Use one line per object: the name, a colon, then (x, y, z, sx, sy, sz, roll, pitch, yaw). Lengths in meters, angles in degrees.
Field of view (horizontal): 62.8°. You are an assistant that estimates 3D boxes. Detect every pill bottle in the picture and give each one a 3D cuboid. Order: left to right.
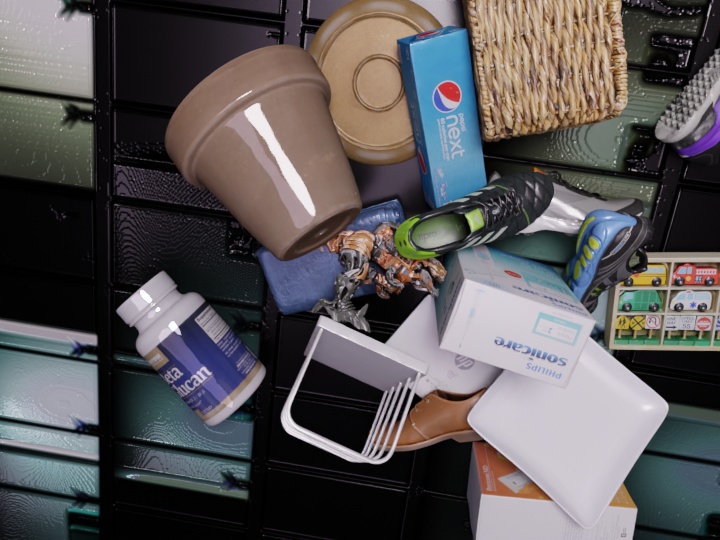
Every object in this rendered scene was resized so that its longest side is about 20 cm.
pill bottle: (-0.232, 0.102, 0.804, 0.111, 0.111, 0.201, -38, 99, 15)

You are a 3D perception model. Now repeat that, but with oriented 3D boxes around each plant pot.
plant pot: (-0.089, -0.111, 0.658, 0.199, 0.200, 0.176, -34, 83, 14)
plant pot: (0.024, -0.230, 0.724, 0.196, 0.028, 0.204, 2, 106, 5)

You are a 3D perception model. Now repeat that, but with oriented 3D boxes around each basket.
basket: (0.191, -0.251, 0.638, 0.146, 0.143, 0.203, -10, 100, 11)

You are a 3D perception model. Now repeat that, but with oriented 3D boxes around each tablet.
tablet: (0.132, 0.139, 0.830, 0.199, 0.014, 0.131, 39, 106, -7)

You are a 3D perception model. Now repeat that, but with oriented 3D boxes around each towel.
towel: (-0.028, -0.014, 0.782, 0.197, 0.049, 0.113, -15, 104, 9)

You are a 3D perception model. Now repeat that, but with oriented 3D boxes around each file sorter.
file sorter: (-0.021, 0.160, 0.737, 0.137, 0.200, 0.126, 24, 71, -2)

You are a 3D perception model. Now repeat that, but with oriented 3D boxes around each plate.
plate: (0.266, 0.186, 0.764, 0.199, 0.032, 0.200, 40, 74, 9)

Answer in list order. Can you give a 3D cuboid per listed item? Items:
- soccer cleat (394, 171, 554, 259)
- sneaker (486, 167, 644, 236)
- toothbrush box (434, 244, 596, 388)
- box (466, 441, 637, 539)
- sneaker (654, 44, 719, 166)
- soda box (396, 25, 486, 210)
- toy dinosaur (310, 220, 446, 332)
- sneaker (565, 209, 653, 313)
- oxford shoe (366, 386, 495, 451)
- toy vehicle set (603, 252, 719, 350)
soccer cleat: (0.134, -0.058, 0.661, 0.197, 0.081, 0.068, -21, 94, -5)
sneaker: (0.246, -0.084, 0.723, 0.196, 0.074, 0.081, 2, 102, 5)
toothbrush box: (0.168, 0.039, 0.699, 0.144, 0.200, 0.087, 18, 108, 1)
box: (0.254, 0.319, 0.814, 0.196, 0.125, 0.099, 3, 107, 4)
sneaker: (0.442, -0.206, 0.674, 0.099, 0.070, 0.201, 35, 111, -12)
soda box: (0.098, -0.171, 0.690, 0.067, 0.064, 0.203, -16, 117, -3)
toy dinosaur: (0.000, 0.000, 0.723, 0.197, 0.102, 0.138, 16, 85, 24)
sneaker: (0.289, 0.000, 0.691, 0.081, 0.072, 0.200, 2, 151, 8)
oxford shoe: (0.095, 0.204, 0.824, 0.197, 0.071, 0.072, -18, 92, 19)
toy vehicle set: (0.425, 0.041, 0.765, 0.196, 0.027, 0.126, 0, 107, 6)
